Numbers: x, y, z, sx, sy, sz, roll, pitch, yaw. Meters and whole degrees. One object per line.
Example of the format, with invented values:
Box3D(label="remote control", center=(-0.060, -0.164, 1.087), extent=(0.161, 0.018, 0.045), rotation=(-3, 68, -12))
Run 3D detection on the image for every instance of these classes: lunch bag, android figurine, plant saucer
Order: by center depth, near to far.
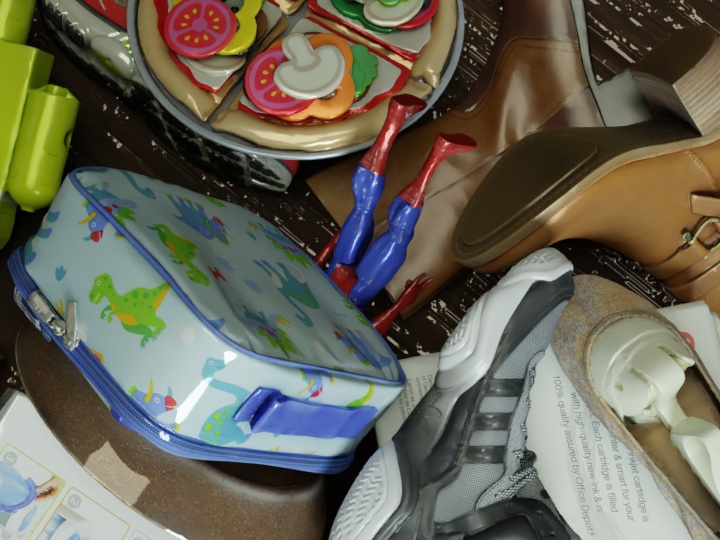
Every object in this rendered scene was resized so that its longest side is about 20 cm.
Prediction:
Box3D(label="lunch bag", center=(-0.074, 0.030, 0.928), extent=(0.161, 0.200, 0.083), rotation=(45, 105, 27))
Box3D(label="plant saucer", center=(-0.092, 0.076, 0.976), extent=(0.200, 0.200, 0.035), rotation=(42, 109, 10))
Box3D(label="android figurine", center=(-0.258, -0.083, 1.079), extent=(0.181, 0.041, 0.201), rotation=(16, 89, 11))

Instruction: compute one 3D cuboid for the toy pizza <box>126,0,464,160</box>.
Box3D(label="toy pizza", center=(-0.037, -0.154, 1.056), extent=(0.199, 0.032, 0.201), rotation=(1, 61, -2))

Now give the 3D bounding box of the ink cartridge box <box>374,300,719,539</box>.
Box3D(label="ink cartridge box", center=(0.113, 0.112, 1.018), extent=(0.199, 0.084, 0.145), rotation=(-11, 75, 0))

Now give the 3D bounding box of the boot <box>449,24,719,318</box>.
Box3D(label="boot", center=(0.161, -0.023, 1.030), extent=(0.200, 0.074, 0.155), rotation=(-36, 121, -1))

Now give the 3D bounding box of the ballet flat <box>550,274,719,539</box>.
Box3D(label="ballet flat", center=(0.169, 0.078, 0.947), extent=(0.068, 0.067, 0.200), rotation=(-35, 77, -8))

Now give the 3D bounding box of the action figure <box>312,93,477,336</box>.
Box3D(label="action figure", center=(0.000, 0.000, 1.027), extent=(0.065, 0.052, 0.201), rotation=(38, 113, 23))

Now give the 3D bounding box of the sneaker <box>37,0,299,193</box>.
Box3D(label="sneaker", center=(-0.105, -0.129, 1.090), extent=(0.200, 0.077, 0.085), rotation=(41, 75, 10))

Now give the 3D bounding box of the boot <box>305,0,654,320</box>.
Box3D(label="boot", center=(0.057, -0.097, 1.096), extent=(0.199, 0.068, 0.189), rotation=(-31, 82, 4))

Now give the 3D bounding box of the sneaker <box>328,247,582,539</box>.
Box3D(label="sneaker", center=(0.078, 0.094, 0.944), extent=(0.114, 0.075, 0.201), rotation=(34, 85, 10))

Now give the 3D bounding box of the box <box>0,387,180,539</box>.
Box3D(label="box", center=(-0.133, 0.161, 0.971), extent=(0.200, 0.112, 0.102), rotation=(36, 79, -10))

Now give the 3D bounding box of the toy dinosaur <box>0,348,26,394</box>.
Box3D(label="toy dinosaur", center=(-0.231, 0.103, 1.044), extent=(0.102, 0.077, 0.200), rotation=(-41, 103, 1))
